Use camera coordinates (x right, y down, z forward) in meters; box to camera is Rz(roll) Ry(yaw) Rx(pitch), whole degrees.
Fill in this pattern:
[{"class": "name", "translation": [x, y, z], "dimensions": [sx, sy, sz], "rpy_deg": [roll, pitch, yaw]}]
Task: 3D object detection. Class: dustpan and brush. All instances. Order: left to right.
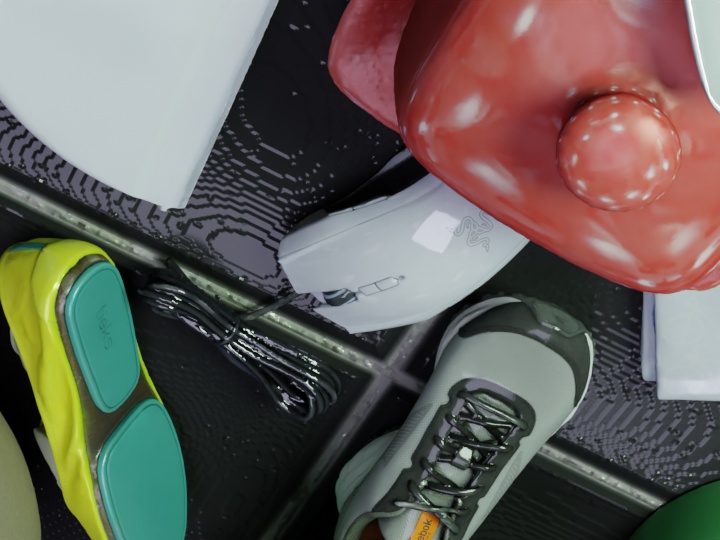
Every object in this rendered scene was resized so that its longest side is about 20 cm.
[{"class": "dustpan and brush", "translation": [-0.143, -0.123, 0.831], "dimensions": [0.200, 0.057, 0.140], "rpy_deg": [21, 119, -12]}]

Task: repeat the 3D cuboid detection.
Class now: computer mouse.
[{"class": "computer mouse", "translation": [0.000, 0.000, 0.896], "dimensions": [0.200, 0.044, 0.110], "rpy_deg": [-32, 115, 32]}]

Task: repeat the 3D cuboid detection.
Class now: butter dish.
[{"class": "butter dish", "translation": [0.099, -0.073, 0.732], "dimensions": [0.200, 0.148, 0.199], "rpy_deg": [30, 123, -7]}]

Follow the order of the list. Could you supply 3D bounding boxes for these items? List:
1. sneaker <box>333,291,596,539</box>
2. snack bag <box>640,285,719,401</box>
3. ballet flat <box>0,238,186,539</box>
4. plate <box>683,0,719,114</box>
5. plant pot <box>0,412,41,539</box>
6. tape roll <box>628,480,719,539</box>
[{"class": "sneaker", "translation": [0.048, 0.089, 0.936], "dimensions": [0.074, 0.079, 0.200], "rpy_deg": [28, 128, -8]}, {"class": "snack bag", "translation": [0.214, -0.018, 0.846], "dimensions": [0.188, 0.021, 0.200], "rpy_deg": [3, 129, 12]}, {"class": "ballet flat", "translation": [-0.136, 0.066, 0.979], "dimensions": [0.067, 0.067, 0.200], "rpy_deg": [13, 131, 30]}, {"class": "plate", "translation": [0.186, -0.170, 0.652], "dimensions": [0.200, 0.032, 0.200], "rpy_deg": [-16, 103, -3]}, {"class": "plant pot", "translation": [-0.238, 0.128, 0.982], "dimensions": [0.200, 0.200, 0.134], "rpy_deg": [-23, 146, 28]}, {"class": "tape roll", "translation": [0.224, 0.188, 0.996], "dimensions": [0.200, 0.048, 0.200], "rpy_deg": [7, 131, 8]}]
